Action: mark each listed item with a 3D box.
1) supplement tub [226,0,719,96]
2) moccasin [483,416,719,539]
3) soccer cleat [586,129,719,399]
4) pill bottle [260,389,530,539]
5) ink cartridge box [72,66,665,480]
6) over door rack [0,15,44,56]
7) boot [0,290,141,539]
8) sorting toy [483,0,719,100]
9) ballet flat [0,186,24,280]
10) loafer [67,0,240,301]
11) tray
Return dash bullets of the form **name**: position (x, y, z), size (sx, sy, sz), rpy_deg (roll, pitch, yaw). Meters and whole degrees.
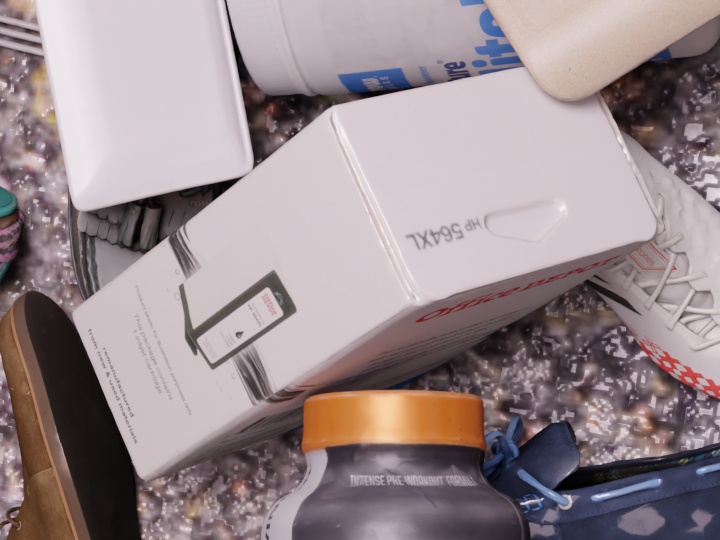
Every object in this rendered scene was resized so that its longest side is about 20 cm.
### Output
- **supplement tub**: position (0.050, -0.147, 0.978), size (0.200, 0.132, 0.132), rpy_deg (-6, 85, 12)
- **moccasin**: position (0.088, 0.095, 0.988), size (0.200, 0.080, 0.068), rpy_deg (-2, 101, -1)
- **soccer cleat**: position (0.122, -0.010, 0.977), size (0.200, 0.085, 0.069), rpy_deg (44, 95, 11)
- **pill bottle**: position (0.013, 0.146, 0.877), size (0.106, 0.106, 0.200), rpy_deg (-3, 81, 11)
- **ink cartridge box**: position (0.000, 0.000, 0.926), size (0.200, 0.146, 0.084), rpy_deg (-35, 76, 46)
- **over door rack**: position (-0.170, -0.190, 1.058), size (0.147, 0.067, 0.200), rpy_deg (15, 90, 11)
- **boot**: position (-0.141, 0.111, 1.036), size (0.075, 0.074, 0.200), rpy_deg (-17, 85, 20)
- **sorting toy**: position (0.102, -0.193, 0.889), size (0.185, 0.036, 0.200), rpy_deg (-31, 73, 4)
- **ballet flat**: position (-0.249, -0.046, 1.072), size (0.200, 0.069, 0.071), rpy_deg (32, 113, 11)
- **loafer**: position (-0.090, -0.072, 1.031), size (0.072, 0.063, 0.200), rpy_deg (13, 89, -4)
- **tray**: position (-0.098, -0.132, 0.983), size (0.107, 0.022, 0.200), rpy_deg (-10, 91, 39)
